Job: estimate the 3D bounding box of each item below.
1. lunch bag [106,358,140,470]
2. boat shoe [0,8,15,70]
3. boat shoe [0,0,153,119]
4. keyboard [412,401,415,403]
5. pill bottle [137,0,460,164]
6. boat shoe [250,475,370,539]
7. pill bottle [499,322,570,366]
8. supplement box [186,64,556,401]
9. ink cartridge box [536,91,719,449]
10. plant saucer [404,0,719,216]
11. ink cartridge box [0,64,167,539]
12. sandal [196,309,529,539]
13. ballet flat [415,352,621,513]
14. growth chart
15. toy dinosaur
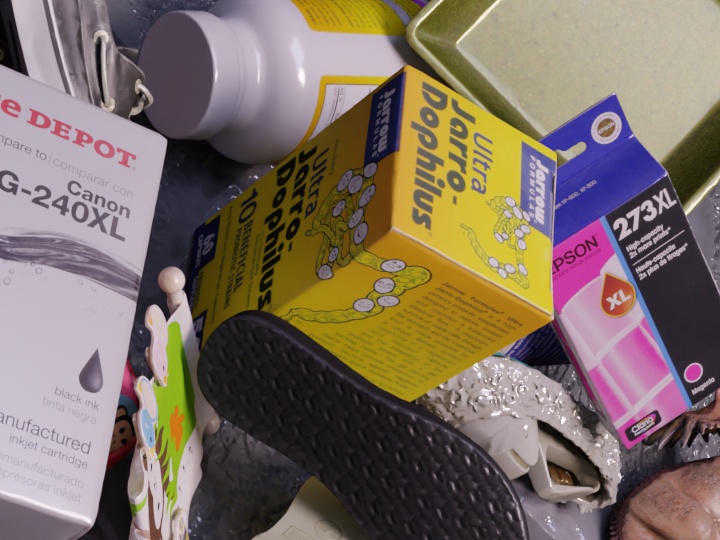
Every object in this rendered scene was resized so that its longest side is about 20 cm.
[{"bbox_3d":[-0.212,0.027,0.829,0.176,0.082,0.200,-17,78,-42],"label":"lunch bag"},{"bbox_3d":[-0.203,-0.128,0.943,0.070,0.070,0.200,-43,108,-11],"label":"boat shoe"},{"bbox_3d":[-0.140,-0.096,0.896,0.064,0.071,0.200,-15,104,-17],"label":"boat shoe"},{"bbox_3d":[0.058,0.157,0.998,0.127,0.021,0.200,22,38,-31],"label":"keyboard"},{"bbox_3d":[-0.033,-0.117,1.057,0.200,0.104,0.104,-4,68,-44],"label":"pill bottle"},{"bbox_3d":[-0.019,0.156,0.900,0.071,0.063,0.200,32,33,20],"label":"boat shoe"},{"bbox_3d":[0.105,0.001,1.099,0.200,0.120,0.120,1,65,-42],"label":"pill bottle"},{"bbox_3d":[0.000,0.000,0.945,0.110,0.200,0.109,27,49,-28],"label":"supplement box"},{"bbox_3d":[0.151,0.004,1.015,0.200,0.095,0.037,60,-5,-28],"label":"ink cartridge box"},{"bbox_3d":[0.157,-0.137,1.068,0.200,0.048,0.200,45,80,-2],"label":"plant saucer"},{"bbox_3d":[-0.177,0.009,0.753,0.145,0.083,0.200,23,55,-26],"label":"ink cartridge box"},{"bbox_3d":[0.009,0.088,0.888,0.200,0.075,0.048,40,17,9],"label":"sandal"},{"bbox_3d":[0.102,0.100,1.046,0.200,0.072,0.072,27,48,-47],"label":"ballet flat"},{"bbox_3d":[-0.095,0.111,0.862,0.018,0.145,0.200,-1,55,6],"label":"growth chart"},{"bbox_3d":[0.213,0.151,1.140,0.200,0.086,0.136,-30,76,-31],"label":"toy dinosaur"}]
